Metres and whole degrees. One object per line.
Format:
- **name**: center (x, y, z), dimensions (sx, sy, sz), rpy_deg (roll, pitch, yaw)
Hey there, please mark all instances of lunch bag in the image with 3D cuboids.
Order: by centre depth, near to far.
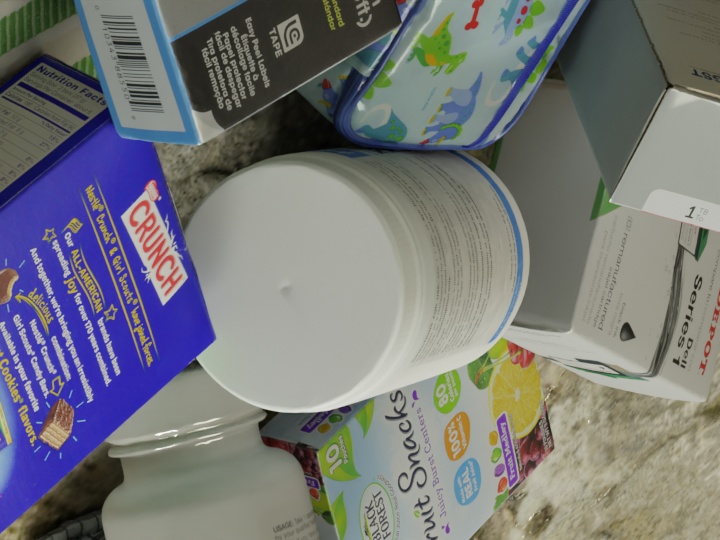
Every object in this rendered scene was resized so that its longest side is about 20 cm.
- **lunch bag**: center (0.059, -0.158, 1.511), dimensions (0.161, 0.082, 0.200), rpy_deg (4, 124, -55)

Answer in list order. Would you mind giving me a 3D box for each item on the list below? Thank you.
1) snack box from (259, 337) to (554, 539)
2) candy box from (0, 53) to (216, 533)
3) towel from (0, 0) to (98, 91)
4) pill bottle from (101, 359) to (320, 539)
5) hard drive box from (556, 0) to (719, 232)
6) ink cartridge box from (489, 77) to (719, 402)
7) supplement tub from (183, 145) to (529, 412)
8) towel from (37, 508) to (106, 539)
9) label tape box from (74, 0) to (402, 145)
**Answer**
- **snack box**: center (0.030, 0.100, 1.703), dimensions (0.200, 0.053, 0.143), rpy_deg (-42, 130, -38)
- **candy box**: center (-0.175, 0.025, 1.358), dimensions (0.200, 0.077, 0.169), rpy_deg (-41, 139, -24)
- **towel**: center (-0.134, -0.126, 1.375), dimensions (0.152, 0.023, 0.200), rpy_deg (-32, 144, -24)
- **pill bottle**: center (-0.078, 0.151, 1.580), dimensions (0.114, 0.114, 0.201), rpy_deg (-16, 93, -39)
- **hard drive box**: center (0.194, -0.104, 1.566), dimensions (0.155, 0.200, 0.077), rpy_deg (15, 121, -19)
- **ink cartridge box**: center (0.149, -0.015, 1.722), dimensions (0.200, 0.084, 0.147), rpy_deg (25, 78, -57)
- **supplement tub**: center (0.000, 0.000, 1.524), dimensions (0.132, 0.132, 0.200), rpy_deg (-56, 165, 15)
- **towel**: center (-0.121, 0.216, 1.712), dimensions (0.200, 0.086, 0.166), rpy_deg (-15, 137, -40)
- **label tape box**: center (-0.042, -0.164, 1.321), dimensions (0.200, 0.066, 0.144), rpy_deg (-32, 115, -33)
